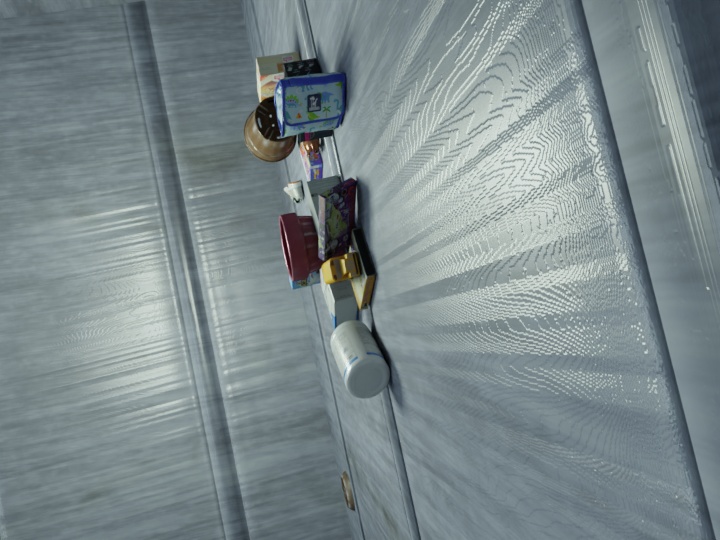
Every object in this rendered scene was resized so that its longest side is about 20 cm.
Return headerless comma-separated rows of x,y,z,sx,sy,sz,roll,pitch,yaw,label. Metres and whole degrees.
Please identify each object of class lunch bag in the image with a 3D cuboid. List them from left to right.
-0.129,-0.433,1.520,0.200,0.165,0.132,127,130,-73,lunch bag

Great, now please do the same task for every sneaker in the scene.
-0.296,-0.342,2.693,0.200,0.073,0.095,-176,70,-79,sneaker

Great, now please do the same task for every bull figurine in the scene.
-0.172,-0.470,1.965,0.122,0.063,0.207,97,164,-76,bull figurine

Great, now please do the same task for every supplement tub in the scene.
-0.003,0.246,1.673,0.201,0.128,0.136,-119,21,-59,supplement tub

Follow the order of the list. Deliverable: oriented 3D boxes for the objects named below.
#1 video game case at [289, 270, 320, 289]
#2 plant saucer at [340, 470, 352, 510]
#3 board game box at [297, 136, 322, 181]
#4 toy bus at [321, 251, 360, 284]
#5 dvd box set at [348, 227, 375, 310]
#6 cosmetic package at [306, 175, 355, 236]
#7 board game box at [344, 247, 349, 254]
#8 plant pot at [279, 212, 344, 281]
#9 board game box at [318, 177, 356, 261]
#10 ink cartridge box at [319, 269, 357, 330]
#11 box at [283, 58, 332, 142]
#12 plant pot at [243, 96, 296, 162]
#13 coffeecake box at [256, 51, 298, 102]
-0.155,-0.024,2.028,0.202,0.175,0.046,94,160,-55,video game case
-0.071,1.173,3.180,0.200,0.031,0.207,167,91,-78,plant saucer
-0.178,-0.411,2.098,0.135,0.043,0.205,101,155,-63,board game box
-0.055,-0.004,1.651,0.200,0.076,0.067,159,99,-78,toy bus
0.000,0.000,1.655,0.202,0.028,0.150,100,156,-60,dvd box set
-0.088,-0.169,1.746,0.092,0.103,0.204,94,159,-52,cosmetic package
-0.060,-0.121,1.867,0.103,0.019,0.206,112,145,-68,board game box
-0.147,-0.085,1.838,0.200,0.173,0.207,167,90,-78,plant pot
-0.061,-0.133,1.587,0.032,0.119,0.204,29,137,27,board game box
-0.072,0.066,1.949,0.149,0.082,0.203,90,163,-46,ink cartridge box
-0.153,-0.494,1.736,0.124,0.103,0.204,96,159,-58,box
-0.302,-0.496,2.075,0.198,0.194,0.207,175,83,-75,plant pot
-0.285,-0.668,2.102,0.200,0.149,0.075,117,139,-73,coffeecake box
